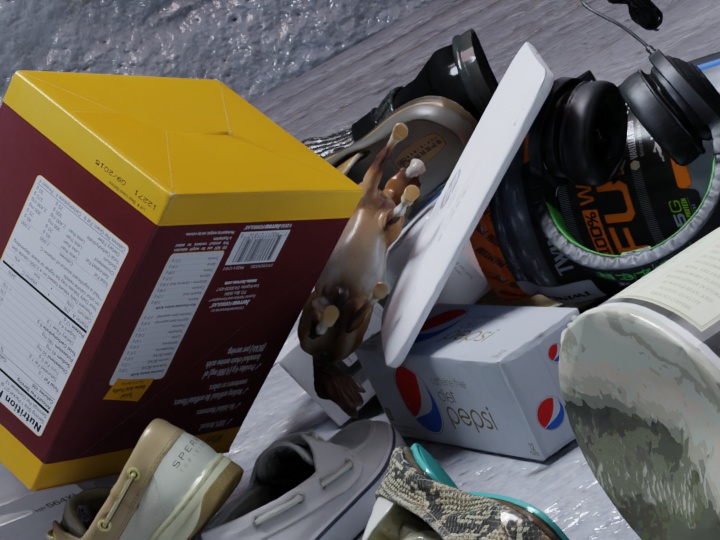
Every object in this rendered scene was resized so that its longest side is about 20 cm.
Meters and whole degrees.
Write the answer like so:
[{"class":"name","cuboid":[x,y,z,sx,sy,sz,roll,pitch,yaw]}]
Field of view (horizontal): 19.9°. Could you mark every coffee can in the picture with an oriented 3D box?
[{"class":"coffee can","cuboid":[0.209,0.033,0.911,0.199,0.147,0.146,-31,13,-23]}]

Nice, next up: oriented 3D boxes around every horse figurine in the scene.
[{"class":"horse figurine","cuboid":[0.000,0.000,1.287,0.133,0.050,0.201,123,166,-69]}]

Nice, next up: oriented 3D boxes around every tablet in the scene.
[{"class":"tablet","cuboid":[0.062,-0.043,1.259,0.201,0.014,0.130,-62,7,12]}]

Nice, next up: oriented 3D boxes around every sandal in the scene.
[{"class":"sandal","cuboid":[0.008,-0.047,1.424,0.200,0.082,0.055,-34,29,39]}]

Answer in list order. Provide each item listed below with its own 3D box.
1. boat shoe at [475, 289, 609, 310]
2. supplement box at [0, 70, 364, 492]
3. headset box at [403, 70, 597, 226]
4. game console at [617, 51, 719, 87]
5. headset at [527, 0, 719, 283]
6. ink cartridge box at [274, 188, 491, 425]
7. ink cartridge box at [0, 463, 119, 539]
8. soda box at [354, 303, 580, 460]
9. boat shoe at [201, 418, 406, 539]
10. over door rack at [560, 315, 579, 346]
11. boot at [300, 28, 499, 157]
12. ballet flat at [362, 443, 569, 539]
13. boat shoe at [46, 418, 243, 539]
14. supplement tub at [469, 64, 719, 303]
[{"class":"boat shoe","cuboid":[0.160,-0.018,1.421,0.199,0.070,0.074,-22,13,21]},{"class":"supplement box","cuboid":[-0.137,0.003,1.227,0.197,0.133,0.201,-5,-52,-58]},{"class":"headset box","cuboid":[0.098,-0.046,1.571,0.199,0.093,0.174,-29,9,31]},{"class":"game console","cuboid":[0.302,-0.113,1.391,0.199,0.171,0.119,-15,34,42]},{"class":"headset","cuboid":[0.165,-0.086,1.225,0.123,0.201,0.094,-14,-24,25]},{"class":"ink cartridge box","cuboid":[0.017,0.030,1.437,0.200,0.068,0.116,-43,3,26]},{"class":"ink cartridge box","cuboid":[-0.202,0.141,1.356,0.128,0.126,0.200,-22,12,17]},{"class":"soda box","cuboid":[0.073,0.064,1.251,0.063,0.068,0.200,-32,13,-22]},{"class":"boat shoe","cuboid":[-0.035,0.128,1.208,0.072,0.066,0.200,-17,15,36]},{"class":"over door rack","cuboid":[0.217,0.024,1.163,0.147,0.067,0.200,-19,-1,28]},{"class":"boot","cuboid":[0.031,-0.100,1.506,0.157,0.080,0.211,-27,-4,1]},{"class":"ballet flat","cuboid":[0.040,0.137,1.038,0.075,0.068,0.200,-44,17,-9]},{"class":"boat shoe","cuboid":[-0.144,0.154,1.188,0.200,0.066,0.074,-47,1,32]},{"class":"supplement tub","cuboid":[0.173,-0.051,1.312,0.199,0.123,0.123,-17,14,23]}]
